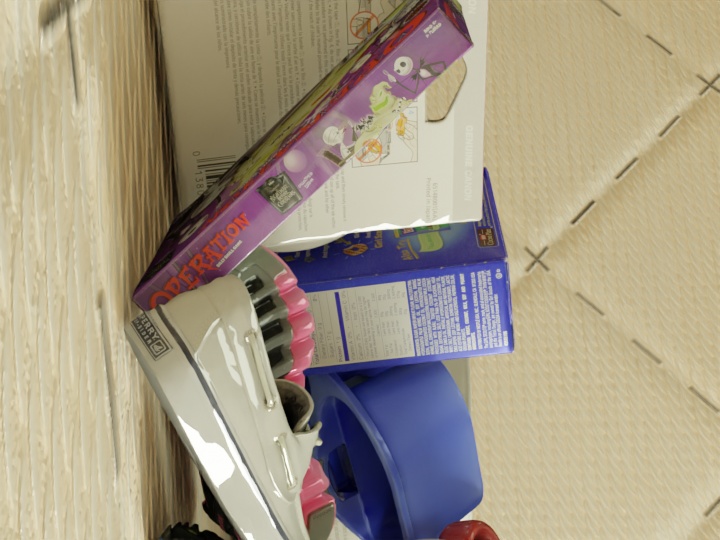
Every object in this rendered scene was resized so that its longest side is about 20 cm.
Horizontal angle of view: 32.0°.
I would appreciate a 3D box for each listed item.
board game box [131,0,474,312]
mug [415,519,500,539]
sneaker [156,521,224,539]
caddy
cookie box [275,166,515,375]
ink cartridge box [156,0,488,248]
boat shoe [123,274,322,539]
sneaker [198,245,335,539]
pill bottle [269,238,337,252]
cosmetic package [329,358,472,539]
[{"bbox_3d":[-0.028,-0.062,0.625,0.032,0.200,0.120,44,15,-17],"label":"board game box"},{"bbox_3d":[0.080,0.284,0.851,0.133,0.177,0.201,16,-38,54],"label":"mug"},{"bbox_3d":[-0.073,0.198,0.692,0.073,0.072,0.200,-48,151,-17],"label":"sneaker"},{"bbox_3d":[0.007,0.128,0.919,0.141,0.105,0.201,37,-30,43],"label":"caddy"},{"bbox_3d":[0.000,0.000,0.879,0.171,0.199,0.076,-87,170,-66],"label":"cookie box"},{"bbox_3d":[-0.020,-0.111,0.694,0.045,0.175,0.201,-110,-165,-55],"label":"ink cartridge box"},{"bbox_3d":[-0.053,0.081,0.627,0.072,0.066,0.201,43,-20,48],"label":"boat shoe"},{"bbox_3d":[-0.074,0.076,0.732,0.095,0.079,0.201,19,-61,51],"label":"sneaker"},{"bbox_3d":[-0.051,-0.123,0.777,0.114,0.113,0.201,-89,177,-54],"label":"pill bottle"},{"bbox_3d":[0.010,0.182,1.264,0.168,0.198,0.167,88,1,-54],"label":"cosmetic package"}]
